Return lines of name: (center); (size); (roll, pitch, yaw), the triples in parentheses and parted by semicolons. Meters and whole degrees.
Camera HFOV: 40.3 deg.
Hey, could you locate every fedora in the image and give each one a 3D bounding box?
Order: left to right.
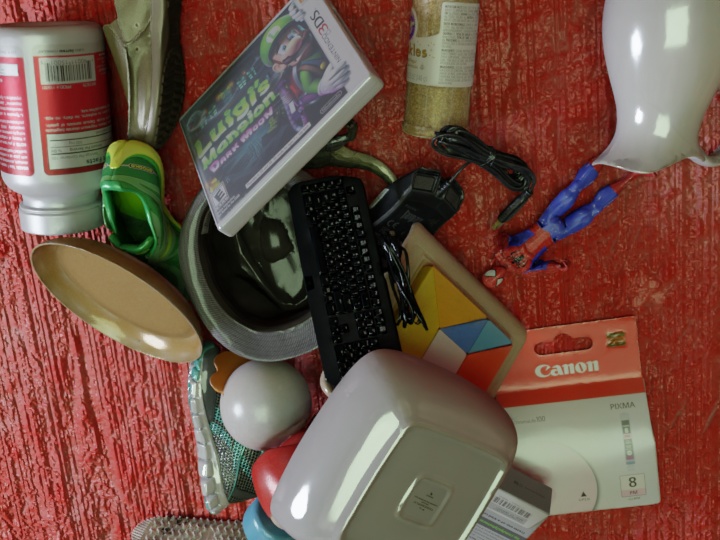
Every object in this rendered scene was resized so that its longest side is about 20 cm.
fedora: (-0.089, -0.015, 0.999); (0.176, 0.090, 0.201); (-24, 94, 11)

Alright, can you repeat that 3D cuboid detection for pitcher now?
pitcher: (0.296, -0.192, 0.897); (0.171, 0.121, 0.201); (-4, 104, -34)

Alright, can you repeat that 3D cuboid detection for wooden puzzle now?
wooden puzzle: (0.073, 0.083, 0.955); (0.185, 0.037, 0.201); (42, 65, -26)

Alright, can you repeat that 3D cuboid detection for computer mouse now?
computer mouse: (0.080, -0.063, 0.989); (0.140, 0.046, 0.200); (17, 129, -29)

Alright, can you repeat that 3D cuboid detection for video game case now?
video game case: (-0.083, -0.156, 0.921); (0.200, 0.182, 0.023); (-43, 134, 17)

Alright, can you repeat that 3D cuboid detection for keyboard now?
keyboard: (0.000, 0.000, 0.901); (0.103, 0.040, 0.201); (-10, 74, -10)

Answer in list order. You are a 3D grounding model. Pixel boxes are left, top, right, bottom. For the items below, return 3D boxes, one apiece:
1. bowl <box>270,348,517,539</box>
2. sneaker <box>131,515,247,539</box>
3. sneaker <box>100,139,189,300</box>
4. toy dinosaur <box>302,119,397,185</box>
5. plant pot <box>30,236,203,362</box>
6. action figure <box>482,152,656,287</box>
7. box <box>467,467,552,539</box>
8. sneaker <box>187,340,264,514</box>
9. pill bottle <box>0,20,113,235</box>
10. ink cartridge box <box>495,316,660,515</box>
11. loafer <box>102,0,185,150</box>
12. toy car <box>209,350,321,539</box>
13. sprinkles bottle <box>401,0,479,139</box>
bowl: (0.042, 0.187, 0.880); (0.199, 0.075, 0.200); (28, 97, -31)
sneaker: (-0.164, 0.347, 1.139); (0.199, 0.070, 0.100); (6, 115, 9)
sneaker: (-0.222, -0.036, 0.992); (0.074, 0.084, 0.201); (1, 135, 17)
toy dinosaur: (-0.042, -0.130, 0.980); (0.199, 0.048, 0.088); (13, 134, -1)
plant pot: (-0.245, 0.027, 1.009); (0.199, 0.028, 0.200); (21, 152, 12)
action figure: (0.196, -0.043, 0.960); (0.200, 0.099, 0.065); (-42, 98, 19)
box: (0.090, 0.269, 1.061); (0.155, 0.041, 0.200); (27, 127, -3)
sneaker: (-0.140, 0.168, 1.084); (0.091, 0.078, 0.201); (-8, 110, -8)
pill bottle: (-0.304, -0.142, 0.974); (0.111, 0.112, 0.201); (2, 107, 6)
ink cartridge box: (0.226, 0.160, 1.043); (0.161, 0.057, 0.201); (-8, 111, 9)
loafer: (-0.214, -0.218, 0.964); (0.067, 0.076, 0.201); (7, 101, 8)
toy car: (-0.070, 0.151, 1.021); (0.200, 0.177, 0.185); (50, 131, 13)
sprinkles bottle: (0.079, -0.228, 0.927); (0.068, 0.068, 0.201); (4, 108, 5)
